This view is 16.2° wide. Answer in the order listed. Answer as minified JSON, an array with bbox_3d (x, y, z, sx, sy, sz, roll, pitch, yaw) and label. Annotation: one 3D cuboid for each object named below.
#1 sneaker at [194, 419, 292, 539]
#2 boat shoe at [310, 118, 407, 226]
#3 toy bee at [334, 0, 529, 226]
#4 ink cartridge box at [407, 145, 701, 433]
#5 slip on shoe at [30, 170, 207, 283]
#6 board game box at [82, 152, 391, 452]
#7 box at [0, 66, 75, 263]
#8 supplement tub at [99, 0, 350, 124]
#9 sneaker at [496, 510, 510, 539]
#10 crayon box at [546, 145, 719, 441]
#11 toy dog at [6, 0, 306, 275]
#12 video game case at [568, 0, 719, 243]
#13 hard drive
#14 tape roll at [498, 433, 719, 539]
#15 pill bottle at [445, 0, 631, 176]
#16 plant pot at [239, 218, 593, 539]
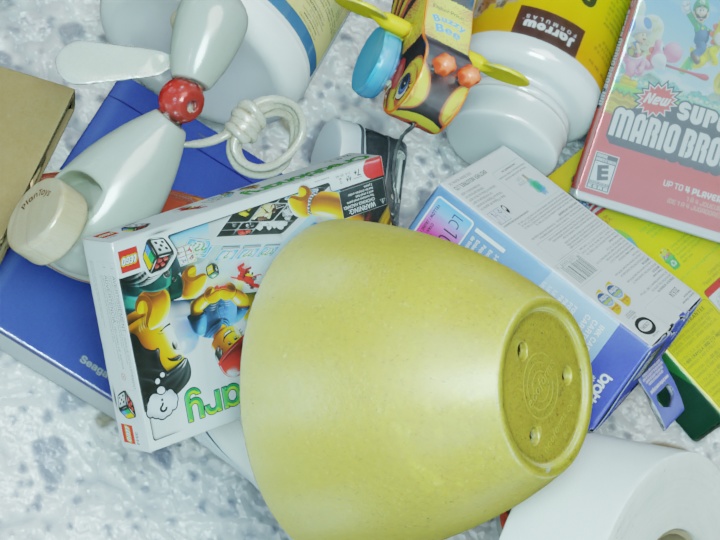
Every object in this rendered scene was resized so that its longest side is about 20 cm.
[{"bbox_3d":[-0.044,0.100,1.548,0.200,0.071,0.073,50,55,-2],"label":"sneaker"},{"bbox_3d":[0.000,0.000,1.624,0.068,0.072,0.200,14,61,-20],"label":"boat shoe"},{"bbox_3d":[0.050,-0.125,1.593,0.131,0.109,0.200,2,70,-28],"label":"toy bee"},{"bbox_3d":[0.129,0.018,1.599,0.200,0.076,0.136,37,23,10],"label":"ink cartridge box"},{"bbox_3d":[-0.119,-0.023,1.559,0.200,0.061,0.074,15,65,-9],"label":"slip on shoe"},{"bbox_3d":[-0.063,0.016,1.494,0.200,0.035,0.126,-20,108,-35],"label":"board game box"},{"bbox_3d":[-0.293,-0.073,1.535,0.200,0.021,0.164,17,58,7],"label":"box"},{"bbox_3d":[-0.065,-0.209,1.644,0.145,0.145,0.200,31,60,-5],"label":"supplement tub"},{"bbox_3d":[0.113,0.094,1.613,0.077,0.082,0.200,-12,72,-25],"label":"sneaker"},{"bbox_3d":[0.208,-0.001,1.710,0.127,0.051,0.200,-38,85,-30],"label":"crayon box"},{"bbox_3d":[-0.140,-0.073,1.501,0.200,0.096,0.132,-46,126,-22],"label":"toy dog"},{"bbox_3d":[0.234,-0.124,1.675,0.143,0.017,0.200,16,95,-14],"label":"video game case"},{"bbox_3d":[-0.144,-0.013,1.596,0.132,0.025,0.200,32,60,-5],"label":"hard drive"},{"bbox_3d":[0.154,0.201,1.522,0.202,0.071,0.203,-16,109,-53],"label":"tape roll"},{"bbox_3d":[0.125,-0.161,1.715,0.109,0.109,0.200,27,61,-8],"label":"pill bottle"},{"bbox_3d":[0.048,0.067,1.448,0.200,0.142,0.200,6,83,-54],"label":"plant pot"}]
